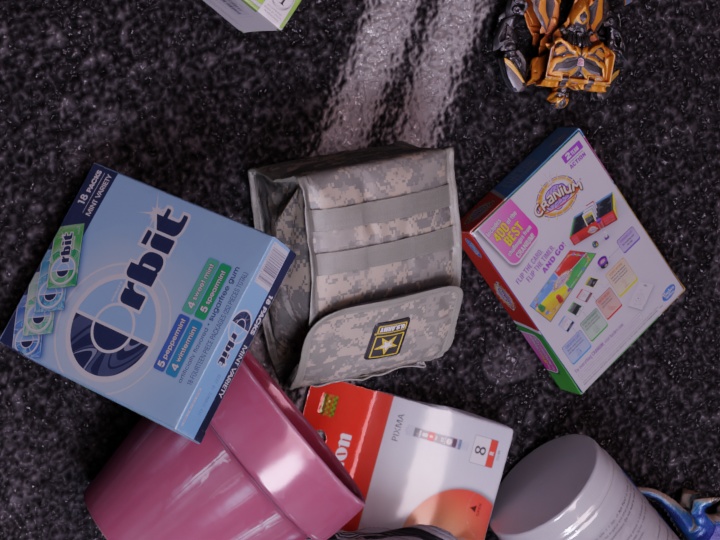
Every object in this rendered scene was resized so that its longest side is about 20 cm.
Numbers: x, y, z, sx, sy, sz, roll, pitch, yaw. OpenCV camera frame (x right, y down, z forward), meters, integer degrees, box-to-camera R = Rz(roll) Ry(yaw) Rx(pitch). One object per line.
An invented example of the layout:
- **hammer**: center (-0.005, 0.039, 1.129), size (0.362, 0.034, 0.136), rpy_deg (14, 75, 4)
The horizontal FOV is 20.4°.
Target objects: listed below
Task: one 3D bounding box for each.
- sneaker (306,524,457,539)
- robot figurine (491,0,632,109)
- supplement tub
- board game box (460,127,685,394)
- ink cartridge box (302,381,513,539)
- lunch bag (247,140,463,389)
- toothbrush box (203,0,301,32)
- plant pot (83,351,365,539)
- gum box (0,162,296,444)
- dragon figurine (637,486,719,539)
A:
- **sneaker**: center (-0.014, 0.271, 1.714), size (0.198, 0.115, 0.076), rpy_deg (-8, 103, 11)
- **robot figurine**: center (0.193, -0.250, 1.842), size (0.144, 0.058, 0.202), rpy_deg (2, 93, -26)
- **supplement tub**: center (0.226, 0.265, 1.864), size (0.132, 0.132, 0.200), rpy_deg (-46, 113, -16)
- **board game box**: center (0.197, -0.009, 1.875), size (0.153, 0.040, 0.201), rpy_deg (-42, 111, -17)
- **ink cartridge box**: center (0.031, 0.194, 1.806), size (0.199, 0.050, 0.163), rpy_deg (18, 86, -30)
- **lunch bag**: center (0.000, 0.000, 1.737), size (0.163, 0.117, 0.202), rpy_deg (-11, 103, -29)
- **toothbrush box**: center (-0.083, -0.323, 1.684), size (0.145, 0.086, 0.201), rpy_deg (38, 76, -24)
- **plant pot**: center (-0.122, 0.176, 1.660), size (0.179, 0.200, 0.200), rpy_deg (-41, 111, -1)
- **gum box**: center (-0.174, 0.023, 1.611), size (0.171, 0.199, 0.045), rpy_deg (-63, 147, -8)
- **dragon figurine**: center (0.337, 0.270, 1.958), size (0.199, 0.059, 0.100), rpy_deg (15, 86, -29)
